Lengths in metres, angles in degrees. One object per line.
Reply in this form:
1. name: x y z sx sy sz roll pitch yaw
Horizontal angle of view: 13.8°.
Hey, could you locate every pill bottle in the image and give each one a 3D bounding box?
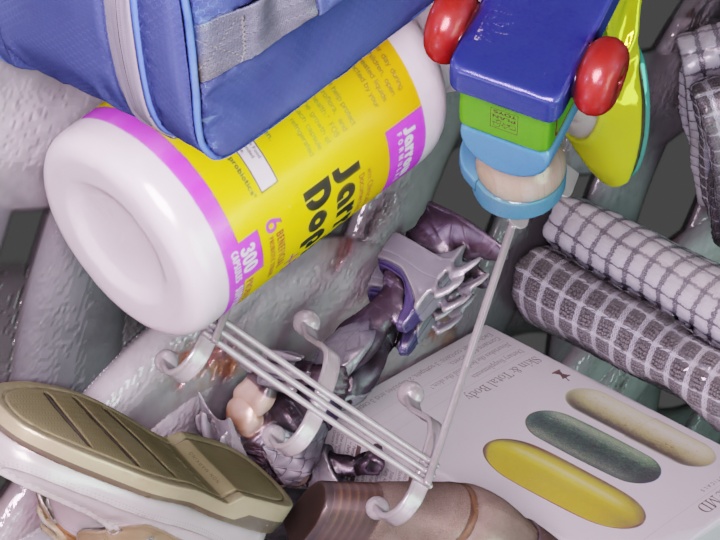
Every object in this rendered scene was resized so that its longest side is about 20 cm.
1. pill bottle: -0.034 -0.066 1.299 0.200 0.104 0.104 -38 144 -27

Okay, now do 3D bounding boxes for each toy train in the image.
1. toy train: 0.098 -0.125 1.307 0.116 0.085 0.200 91 23 -57

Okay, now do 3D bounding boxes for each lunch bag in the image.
1. lunch bag: -0.042 -0.145 1.207 0.200 0.132 0.136 -40 145 -34

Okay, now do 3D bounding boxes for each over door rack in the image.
1. over door rack: 0.000 0.000 1.409 0.148 0.067 0.200 36 69 -26

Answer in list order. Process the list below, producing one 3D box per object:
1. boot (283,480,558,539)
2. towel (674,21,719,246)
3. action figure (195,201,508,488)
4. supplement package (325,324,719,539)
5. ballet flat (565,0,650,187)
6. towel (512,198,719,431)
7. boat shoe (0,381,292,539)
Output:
1. boot: 0.004 0.175 1.503 0.146 0.070 0.200 20 134 -27
2. towel: 0.278 -0.082 1.764 0.166 0.086 0.200 -19 147 2
3. action figure: -0.012 0.056 1.499 0.200 0.069 0.130 -49 159 -16
4. supplement package: 0.094 0.154 1.614 0.152 0.200 0.151 -27 136 -48
5. ballet flat: 0.116 -0.130 1.567 0.067 0.067 0.200 -15 127 -27
6. towel: 0.194 0.042 1.707 0.086 0.166 0.200 -62 150 1
7. boat shoe: -0.111 0.107 1.368 0.068 0.075 0.200 -52 141 10
